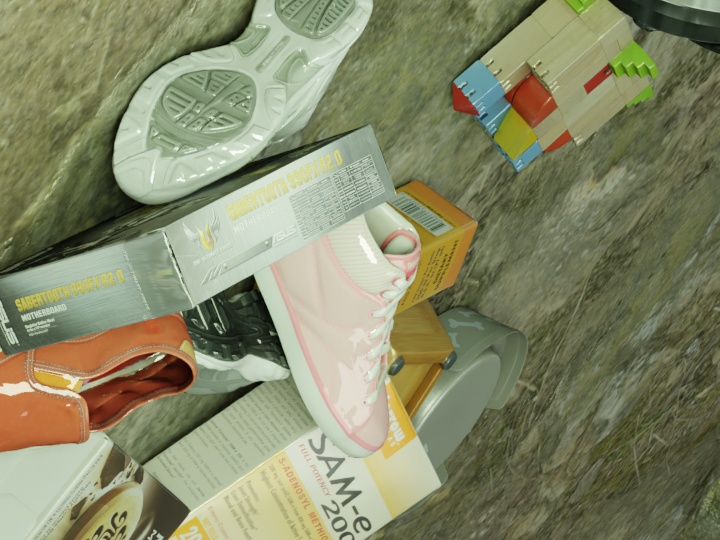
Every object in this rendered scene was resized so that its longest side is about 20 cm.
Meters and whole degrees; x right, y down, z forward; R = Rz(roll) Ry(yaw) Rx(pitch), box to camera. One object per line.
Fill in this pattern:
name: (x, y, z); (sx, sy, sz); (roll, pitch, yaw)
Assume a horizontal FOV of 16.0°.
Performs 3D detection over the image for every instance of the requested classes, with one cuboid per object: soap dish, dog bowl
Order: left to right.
soap dish: (-0.018, 0.109, 1.971); (0.201, 0.081, 0.157); (-58, 160, 11)
dog bowl: (0.060, 0.118, 2.202); (0.200, 0.059, 0.200); (-45, 159, -23)

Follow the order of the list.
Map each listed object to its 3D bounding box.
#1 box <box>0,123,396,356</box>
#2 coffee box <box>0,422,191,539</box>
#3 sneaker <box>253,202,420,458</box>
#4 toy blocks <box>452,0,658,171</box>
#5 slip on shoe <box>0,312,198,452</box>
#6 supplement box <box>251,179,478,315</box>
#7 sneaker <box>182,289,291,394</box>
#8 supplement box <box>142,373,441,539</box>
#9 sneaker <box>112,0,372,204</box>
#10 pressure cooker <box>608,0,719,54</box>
box: (-0.099, -0.018, 1.476); (0.158, 0.049, 0.200); (-16, -171, 41)
coffee box: (-0.194, 0.152, 1.637); (0.113, 0.080, 0.200); (-51, 161, -6)
sneaker: (0.003, 0.032, 1.704); (0.075, 0.104, 0.201); (-69, 141, -60)
toy blocks: (0.141, -0.137, 1.921); (0.137, 0.100, 0.200); (-41, 160, 1)
slip on shoe: (-0.185, 0.075, 1.510); (0.199, 0.061, 0.074); (-22, 142, -23)
supplement box: (0.000, 0.000, 1.845); (0.200, 0.069, 0.067); (-25, 144, -49)
sneaker: (-0.111, 0.047, 1.665); (0.079, 0.074, 0.200); (-27, 158, 16)
supplement box: (-0.055, 0.153, 1.839); (0.199, 0.074, 0.126); (-35, 132, -9)
sneaker: (-0.068, -0.094, 1.513); (0.200, 0.078, 0.100); (-41, 162, -26)
pressure cooker: (0.247, -0.252, 1.789); (0.176, 0.177, 0.201); (-85, -178, -55)
